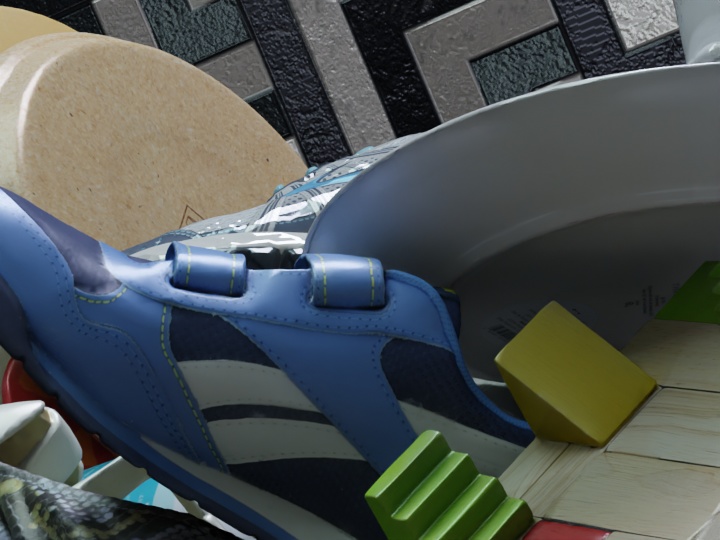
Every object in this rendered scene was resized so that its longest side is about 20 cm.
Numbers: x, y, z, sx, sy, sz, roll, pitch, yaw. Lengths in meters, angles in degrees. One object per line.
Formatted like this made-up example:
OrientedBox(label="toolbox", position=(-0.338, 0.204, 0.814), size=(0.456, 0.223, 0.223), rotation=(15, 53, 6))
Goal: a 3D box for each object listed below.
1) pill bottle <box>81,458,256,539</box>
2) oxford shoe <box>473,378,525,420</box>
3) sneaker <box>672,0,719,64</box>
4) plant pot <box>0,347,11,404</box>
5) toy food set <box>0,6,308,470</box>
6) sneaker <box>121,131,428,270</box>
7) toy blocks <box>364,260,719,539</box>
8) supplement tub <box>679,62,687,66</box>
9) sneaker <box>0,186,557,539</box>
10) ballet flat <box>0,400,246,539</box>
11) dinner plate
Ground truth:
OrientedBox(label="pill bottle", position=(-0.078, 0.118, 0.885), size=(0.199, 0.111, 0.111), rotation=(-21, 5, 34))
OrientedBox(label="oxford shoe", position=(0.059, 0.062, 0.866), size=(0.199, 0.076, 0.058), rotation=(0, -12, -44))
OrientedBox(label="sneaker", position=(0.136, -0.033, 0.911), size=(0.087, 0.201, 0.075), rotation=(-7, -23, -29))
OrientedBox(label="plant pot", position=(-0.103, 0.089, 1.101), size=(0.200, 0.188, 0.187), rotation=(-38, -3, 32))
OrientedBox(label="toy food set", position=(-0.071, 0.003, 0.991), size=(0.049, 0.199, 0.199), rotation=(-36, 40, 31))
OrientedBox(label="sneaker", position=(0.000, 0.000, 0.914), size=(0.198, 0.078, 0.086), rotation=(-12, 28, -3))
OrientedBox(label="toy blocks", position=(0.081, 0.081, 0.652), size=(0.200, 0.100, 0.136), rotation=(-44, 28, -28))
OrientedBox(label="supplement tub", position=(0.118, 0.002, 1.021), size=(0.199, 0.141, 0.140), rotation=(-25, 5, -16))
OrientedBox(label="sneaker", position=(-0.023, 0.025, 0.733), size=(0.083, 0.199, 0.074), rotation=(-58, 8, -1))
OrientedBox(label="ballet flat", position=(-0.091, 0.074, 0.803), size=(0.072, 0.073, 0.200), rotation=(-27, 31, -37))
OrientedBox(label="dinner plate", position=(0.083, -0.001, 0.774), size=(0.198, 0.024, 0.200), rotation=(-3, -24, -1))
